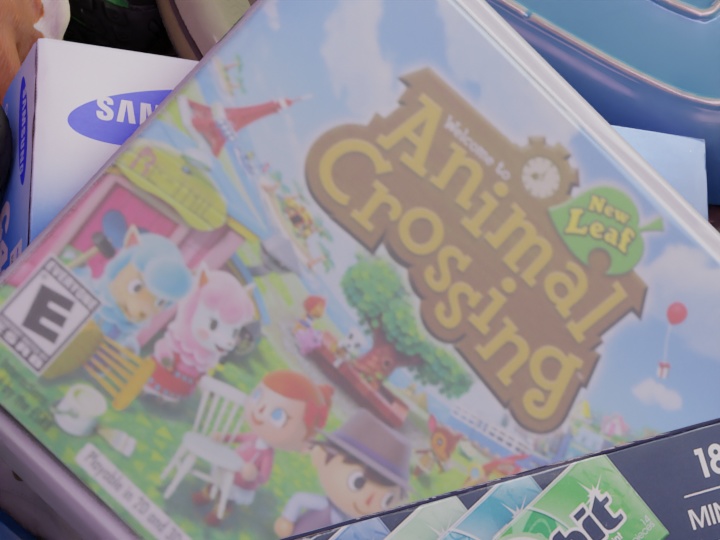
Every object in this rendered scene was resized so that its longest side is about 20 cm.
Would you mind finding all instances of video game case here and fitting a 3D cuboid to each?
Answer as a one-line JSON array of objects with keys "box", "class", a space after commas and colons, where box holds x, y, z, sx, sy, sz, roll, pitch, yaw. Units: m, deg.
[{"box": [0.016, 0.030, 0.765, 0.200, 0.022, 0.182, 44, 68, -6], "class": "video game case"}]

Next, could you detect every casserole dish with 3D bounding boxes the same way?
[{"box": [0.077, -0.104, 0.885, 0.200, 0.039, 0.121, 32, 77, 21], "class": "casserole dish"}]

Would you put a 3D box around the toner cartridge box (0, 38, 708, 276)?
[{"box": [0.000, 0.000, 0.807, 0.199, 0.043, 0.095, 7, 67, -18], "class": "toner cartridge box"}]

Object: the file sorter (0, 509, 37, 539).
[{"box": [-0.131, 0.138, 0.767, 0.200, 0.123, 0.139, 37, 94, 21], "class": "file sorter"}]

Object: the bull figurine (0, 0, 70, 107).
[{"box": [-0.133, -0.058, 0.843, 0.200, 0.065, 0.122, -37, 102, 18], "class": "bull figurine"}]

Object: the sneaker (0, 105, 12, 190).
[{"box": [-0.126, 0.010, 0.698, 0.115, 0.075, 0.200, 13, 31, 34], "class": "sneaker"}]

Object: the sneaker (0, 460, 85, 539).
[{"box": [-0.055, 0.057, 0.822, 0.200, 0.085, 0.073, 32, 79, 22], "class": "sneaker"}]

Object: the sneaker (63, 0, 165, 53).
[{"box": [-0.125, -0.146, 0.917, 0.085, 0.078, 0.200, -37, 73, -20], "class": "sneaker"}]

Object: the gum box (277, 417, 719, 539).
[{"box": [0.059, 0.149, 0.721, 0.169, 0.045, 0.201, -14, 85, -24], "class": "gum box"}]

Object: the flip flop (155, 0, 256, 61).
[{"box": [-0.044, -0.132, 0.888, 0.058, 0.081, 0.201, -40, 64, 40], "class": "flip flop"}]
